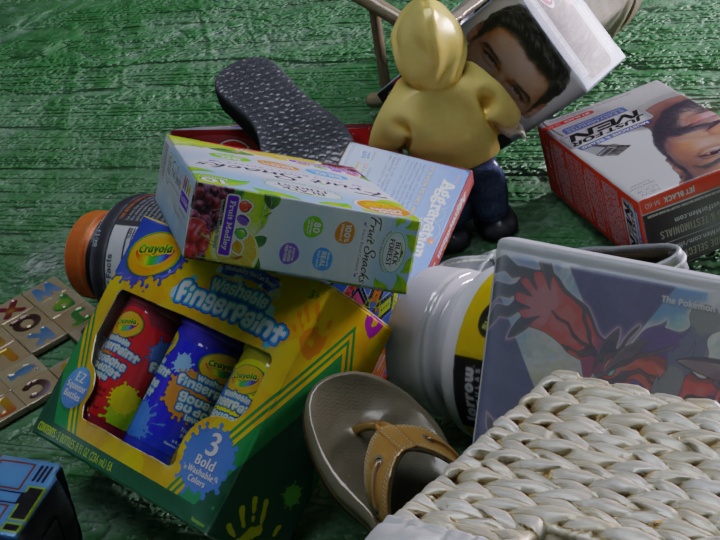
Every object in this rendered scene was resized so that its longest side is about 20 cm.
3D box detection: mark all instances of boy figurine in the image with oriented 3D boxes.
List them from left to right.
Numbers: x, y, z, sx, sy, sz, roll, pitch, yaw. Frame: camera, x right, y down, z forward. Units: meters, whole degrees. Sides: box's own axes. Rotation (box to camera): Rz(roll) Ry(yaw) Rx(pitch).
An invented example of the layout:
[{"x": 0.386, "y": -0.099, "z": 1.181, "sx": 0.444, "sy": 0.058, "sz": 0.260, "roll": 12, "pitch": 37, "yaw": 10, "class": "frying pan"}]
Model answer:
[{"x": 0.060, "y": -0.111, "z": 1.166, "sx": 0.123, "sy": 0.202, "sz": 0.065, "roll": -17, "pitch": 30, "yaw": 5, "class": "boy figurine"}]

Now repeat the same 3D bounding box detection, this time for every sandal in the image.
[{"x": -0.054, "y": -0.104, "z": 1.225, "sx": 0.075, "sy": 0.043, "sz": 0.201, "roll": -23, "pitch": 45, "yaw": -9, "class": "sandal"}, {"x": 0.032, "y": 0.129, "z": 0.864, "sx": 0.079, "sy": 0.054, "sz": 0.201, "roll": -14, "pitch": 52, "yaw": -18, "class": "sandal"}]

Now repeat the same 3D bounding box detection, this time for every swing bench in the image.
[{"x": 0.130, "y": -0.226, "z": 1.395, "sx": 0.199, "sy": 0.131, "sz": 0.198, "roll": 21, "pitch": 45, "yaw": 38, "class": "swing bench"}]

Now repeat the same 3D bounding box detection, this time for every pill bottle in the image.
[{"x": -0.134, "y": -0.004, "z": 1.175, "sx": 0.198, "sy": 0.107, "sz": 0.106, "roll": 7, "pitch": 38, "yaw": 34, "class": "pill bottle"}, {"x": 0.121, "y": 0.058, "z": 0.945, "sx": 0.198, "sy": 0.115, "sz": 0.114, "roll": 10, "pitch": 39, "yaw": 38, "class": "pill bottle"}]

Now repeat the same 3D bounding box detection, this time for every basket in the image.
[{"x": 0.132, "y": 0.171, "z": 0.674, "sx": 0.197, "sy": 0.202, "sz": 0.161, "roll": 10, "pitch": 37, "yaw": 36, "class": "basket"}]

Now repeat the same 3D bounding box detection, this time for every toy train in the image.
[{"x": -0.257, "y": 0.195, "z": 0.937, "sx": 0.113, "sy": 0.087, "sz": 0.201, "roll": 3, "pitch": 35, "yaw": 20, "class": "toy train"}]

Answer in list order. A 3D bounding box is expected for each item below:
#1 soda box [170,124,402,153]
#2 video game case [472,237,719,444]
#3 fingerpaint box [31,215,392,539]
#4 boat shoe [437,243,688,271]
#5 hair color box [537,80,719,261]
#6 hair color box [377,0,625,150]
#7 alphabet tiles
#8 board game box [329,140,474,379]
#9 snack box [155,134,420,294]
[{"x": -0.063, "y": -0.088, "z": 1.299, "sx": 0.198, "sy": 0.071, "sz": 0.063, "roll": 3, "pitch": 7, "yaw": 28, "class": "soda box"}, {"x": 0.147, "y": 0.087, "z": 0.834, "sx": 0.199, "sy": 0.185, "sz": 0.023, "roll": 12, "pitch": 9, "yaw": 40, "class": "video game case"}, {"x": -0.101, "y": 0.071, "z": 0.993, "sx": 0.199, "sy": 0.073, "sz": 0.168, "roll": 20, "pitch": 79, "yaw": 44, "class": "fingerpaint box"}, {"x": 0.135, "y": 0.007, "z": 1.068, "sx": 0.200, "sy": 0.065, "sz": 0.075, "roll": 6, "pitch": 37, "yaw": 33, "class": "boat shoe"}, {"x": 0.220, "y": -0.075, "z": 1.145, "sx": 0.110, "sy": 0.065, "sz": 0.200, "roll": -20, "pitch": 26, "yaw": -8, "class": "hair color box"}, {"x": 0.107, "y": -0.155, "z": 1.223, "sx": 0.061, "sy": 0.099, "sz": 0.200, "roll": -40, "pitch": 5, "yaw": -36, "class": "hair color box"}, {"x": -0.296, "y": 0.078, "z": 1.218, "sx": 0.199, "sy": 0.008, "sz": 0.167, "roll": -30, "pitch": 33, "yaw": -23, "class": "alphabet tiles"}, {"x": 0.000, "y": 0.000, "z": 1.100, "sx": 0.102, "sy": 0.020, "sz": 0.201, "roll": 15, "pitch": 62, "yaw": 21, "class": "board game box"}, {"x": -0.054, "y": -0.040, "z": 0.996, "sx": 0.140, "sy": 0.054, "sz": 0.200, "roll": 8, "pitch": 11, "yaw": -14, "class": "snack box"}]
